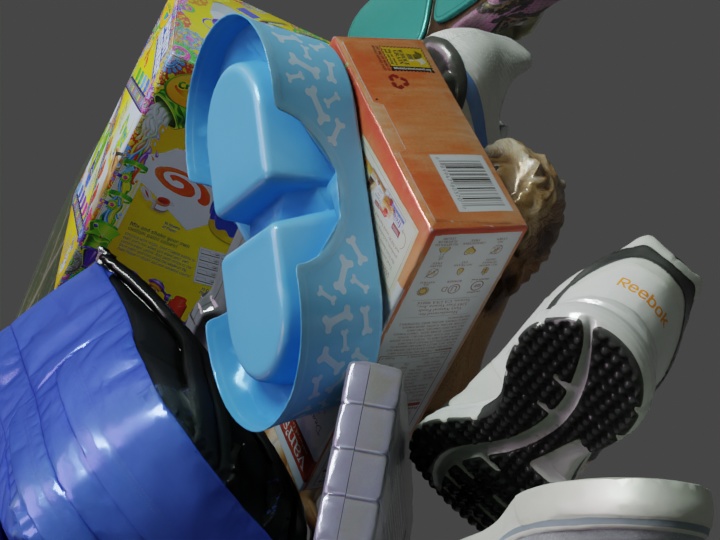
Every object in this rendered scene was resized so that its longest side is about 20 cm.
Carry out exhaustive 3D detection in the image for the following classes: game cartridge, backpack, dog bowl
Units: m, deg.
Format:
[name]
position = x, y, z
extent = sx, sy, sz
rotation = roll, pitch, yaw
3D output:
[game cartridge]
position = -0.001, 0.138, 0.711
extent = 0.200, 0.038, 0.130
rotation = 84, -169, -62
[backpack]
position = -0.124, 0.120, 0.798
extent = 0.168, 0.163, 0.200
rotation = -43, 32, -3
[dog bowl]
position = -0.037, -0.024, 0.725
extent = 0.111, 0.049, 0.201
rotation = -30, 66, 59

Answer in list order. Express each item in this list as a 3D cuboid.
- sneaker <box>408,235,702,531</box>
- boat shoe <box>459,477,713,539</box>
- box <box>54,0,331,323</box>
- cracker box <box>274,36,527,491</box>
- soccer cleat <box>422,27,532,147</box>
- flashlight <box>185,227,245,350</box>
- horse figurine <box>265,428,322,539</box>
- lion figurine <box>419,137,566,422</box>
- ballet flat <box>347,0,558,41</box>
[sneaker]
position = 0.087, 0.056, 0.666
extent = 0.080, 0.074, 0.200
rotation = -45, -3, -35
[boat shoe]
position = 0.076, 0.136, 0.598
extent = 0.201, 0.070, 0.072
rotation = 133, 142, -57
[box]
position = -0.071, -0.054, 1.004
extent = 0.193, 0.199, 0.122
rotation = -57, 20, 29
[cracker box]
position = 0.000, 0.000, 0.771
extent = 0.134, 0.057, 0.200
rotation = 65, 144, 35
[soccer cleat]
position = 0.046, -0.053, 0.897
extent = 0.070, 0.086, 0.201
rotation = 49, 134, 32
[flashlight]
position = -0.044, -0.015, 0.891
extent = 0.200, 0.068, 0.068
rotation = -63, -5, 37
[horse figurine]
position = -0.036, 0.130, 0.888
extent = 0.200, 0.050, 0.133
rotation = 170, 103, -67
[lion figurine]
position = 0.051, 0.019, 0.810
extent = 0.123, 0.072, 0.201
rotation = -132, 51, -59
[ballet flat]
position = 0.065, -0.156, 0.936
extent = 0.200, 0.071, 0.069
rotation = -17, 57, 60
